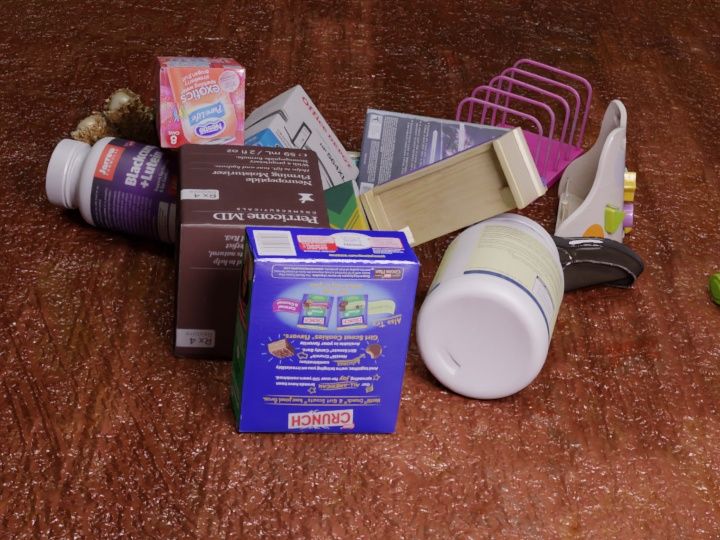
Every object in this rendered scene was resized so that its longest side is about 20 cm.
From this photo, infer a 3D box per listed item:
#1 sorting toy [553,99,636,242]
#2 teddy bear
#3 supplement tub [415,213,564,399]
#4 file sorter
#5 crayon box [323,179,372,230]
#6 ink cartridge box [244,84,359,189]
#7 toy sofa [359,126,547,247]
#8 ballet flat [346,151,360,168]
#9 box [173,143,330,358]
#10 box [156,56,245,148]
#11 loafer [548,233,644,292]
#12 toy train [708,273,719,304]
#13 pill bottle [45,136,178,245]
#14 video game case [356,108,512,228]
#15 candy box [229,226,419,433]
[{"bbox_3d":[0.312,-0.117,1.911,0.105,0.182,0.201,10,29,6],"label":"sorting toy"},{"bbox_3d":[-0.298,-0.175,1.934,0.144,0.200,0.067,-35,76,-8],"label":"teddy bear"},{"bbox_3d":[0.148,0.034,1.642,0.143,0.147,0.200,13,29,10],"label":"supplement tub"},{"bbox_3d":[0.228,-0.204,2.103,0.137,0.127,0.200,20,31,22],"label":"file sorter"},{"bbox_3d":[0.000,0.000,1.680,0.050,0.128,0.201,-19,29,4],"label":"crayon box"},{"bbox_3d":[-0.090,-0.124,1.853,0.084,0.147,0.201,-28,18,25],"label":"ink cartridge box"},{"bbox_3d":[0.108,-0.090,1.688,0.198,0.084,0.097,-20,6,31],"label":"toy sofa"},{"bbox_3d":[0.037,-0.133,2.005,0.197,0.070,0.070,6,29,-1],"label":"ballet flat"},{"bbox_3d":[-0.125,-0.023,1.658,0.163,0.166,0.201,2,29,-9],"label":"box"},{"bbox_3d":[-0.196,-0.204,1.786,0.101,0.096,0.200,1,11,-10],"label":"box"},{"bbox_3d":[0.250,0.000,1.819,0.197,0.073,0.072,8,65,-6],"label":"loafer"},{"bbox_3d":[0.482,0.009,1.841,0.114,0.086,0.201,-14,33,-9],"label":"toy train"},{"bbox_3d":[-0.277,-0.100,1.816,0.197,0.113,0.112,13,29,10],"label":"pill bottle"},{"bbox_3d":[0.096,-0.132,1.959,0.197,0.145,0.019,8,-16,0],"label":"video game case"},{"bbox_3d":[-0.039,0.062,1.491,0.166,0.203,0.077,2,27,-12],"label":"candy box"}]
